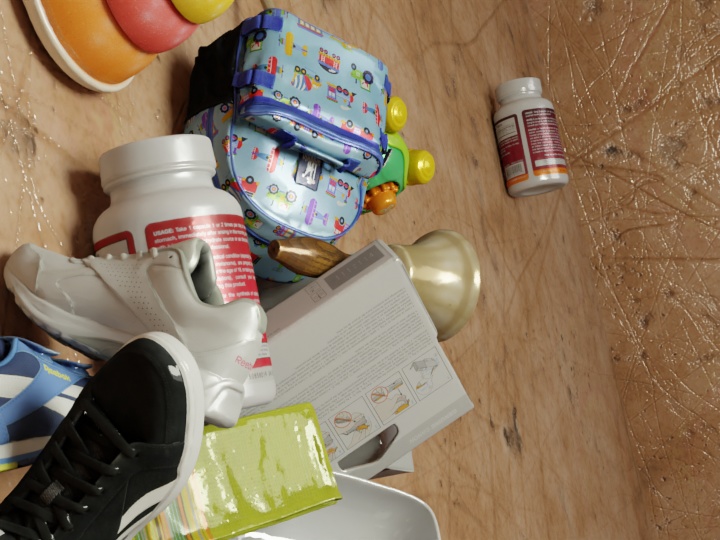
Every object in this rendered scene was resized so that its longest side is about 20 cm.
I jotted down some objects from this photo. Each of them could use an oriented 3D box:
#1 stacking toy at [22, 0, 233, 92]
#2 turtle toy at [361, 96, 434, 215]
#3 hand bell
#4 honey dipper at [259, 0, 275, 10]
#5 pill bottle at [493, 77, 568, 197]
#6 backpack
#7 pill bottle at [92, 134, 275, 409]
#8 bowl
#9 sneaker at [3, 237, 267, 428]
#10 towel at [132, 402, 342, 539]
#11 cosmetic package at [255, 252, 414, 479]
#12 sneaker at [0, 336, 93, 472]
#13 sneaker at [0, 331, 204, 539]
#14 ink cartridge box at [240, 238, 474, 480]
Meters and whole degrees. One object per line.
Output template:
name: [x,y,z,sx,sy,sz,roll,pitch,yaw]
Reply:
stacking toy: [-0.137,-0.226,0.889,0.146,0.199,0.147,-14,90,-70]
turtle toy: [-0.022,-0.128,1.249,0.200,0.145,0.101,57,48,-39]
hand bell: [0.000,0.000,1.026,0.199,0.104,0.105,11,65,-43]
honey dipper: [-0.086,-0.251,1.191,0.038,0.038,0.201,39,25,-58]
pill bottle: [0.306,-0.243,2.185,0.113,0.112,0.201,9,70,-68]
backpack: [-0.067,-0.100,1.052,0.182,0.134,0.201,25,58,-31]
pill bottle: [-0.133,0.009,0.879,0.112,0.112,0.201,2,76,-69]
bowl: [-0.036,0.263,0.942,0.199,0.075,0.201,17,50,-21]
sneaker: [-0.136,0.018,0.757,0.100,0.199,0.078,-60,156,-8]
towel: [-0.098,0.154,0.890,0.199,0.018,0.087,-8,79,-44]
cosmetic package: [-0.025,0.096,1.111,0.081,0.112,0.201,24,57,-64]
sneaker: [-0.201,0.074,0.720,0.200,0.074,0.083,-2,77,-70]
sneaker: [-0.161,0.128,0.640,0.073,0.201,0.112,38,24,18]
ink cartridge box: [-0.024,0.099,1.000,0.177,0.199,0.045,61,-8,-33]
